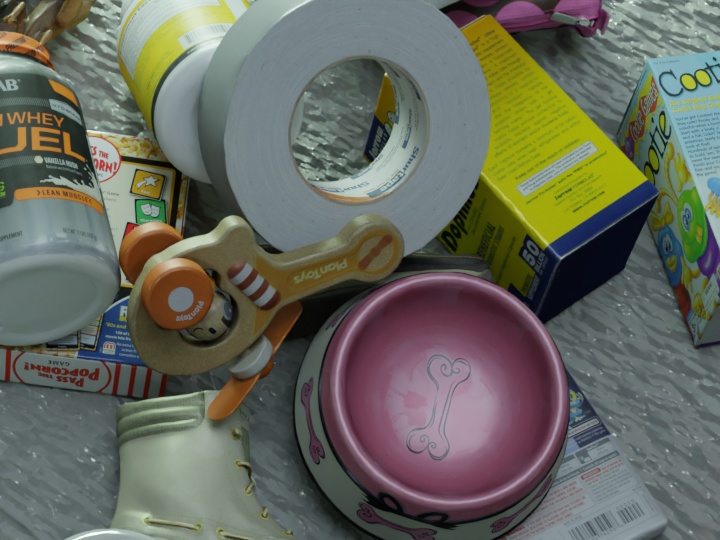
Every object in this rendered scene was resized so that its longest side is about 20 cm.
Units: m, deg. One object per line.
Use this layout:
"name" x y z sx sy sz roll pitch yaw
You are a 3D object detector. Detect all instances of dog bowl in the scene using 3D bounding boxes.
"dog bowl" 0.056 0.091 1.633 0.199 0.074 0.201 3 73 -8

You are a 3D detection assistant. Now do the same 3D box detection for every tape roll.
"tape roll" -0.011 -0.104 1.653 0.199 0.202 0.066 -12 18 -18

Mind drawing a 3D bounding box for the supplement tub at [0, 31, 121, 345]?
"supplement tub" -0.243 -0.060 1.641 0.122 0.123 0.201 -9 60 -16

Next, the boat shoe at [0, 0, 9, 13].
"boat shoe" -0.292 -0.233 1.823 0.073 0.062 0.200 38 59 14

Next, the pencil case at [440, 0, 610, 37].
"pencil case" 0.096 -0.213 1.879 0.199 0.091 0.094 -11 55 -14

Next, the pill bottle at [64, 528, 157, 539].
"pill bottle" -0.161 0.252 1.468 0.116 0.200 0.117 5 57 -7

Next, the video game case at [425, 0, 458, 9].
"video game case" 0.042 -0.255 1.852 0.199 0.022 0.182 19 34 39

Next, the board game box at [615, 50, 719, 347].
"board game box" 0.284 -0.058 1.807 0.104 0.103 0.201 -8 60 -15

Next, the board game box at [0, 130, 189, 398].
"board game box" -0.205 -0.011 1.718 0.151 0.046 0.201 8 57 -5

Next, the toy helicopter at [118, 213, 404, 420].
"toy helicopter" -0.062 0.019 1.605 0.199 0.133 0.079 -19 29 -13

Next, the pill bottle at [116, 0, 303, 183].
"pill bottle" -0.119 -0.153 1.752 0.111 0.113 0.200 -7 30 -15

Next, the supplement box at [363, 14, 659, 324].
"supplement box" 0.111 -0.074 1.781 0.109 0.109 0.200 -32 68 -27

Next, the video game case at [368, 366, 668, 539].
"video game case" 0.092 0.151 1.688 0.199 0.023 0.183 -23 65 -22

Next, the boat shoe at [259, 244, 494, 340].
"boat shoe" 0.000 0.000 1.734 0.199 0.075 0.074 -3 59 -14

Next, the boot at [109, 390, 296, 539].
"boot" -0.076 0.161 1.620 0.199 0.072 0.155 4 56 -4

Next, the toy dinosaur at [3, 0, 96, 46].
"toy dinosaur" -0.223 -0.211 1.822 0.200 0.106 0.060 -38 64 -22
